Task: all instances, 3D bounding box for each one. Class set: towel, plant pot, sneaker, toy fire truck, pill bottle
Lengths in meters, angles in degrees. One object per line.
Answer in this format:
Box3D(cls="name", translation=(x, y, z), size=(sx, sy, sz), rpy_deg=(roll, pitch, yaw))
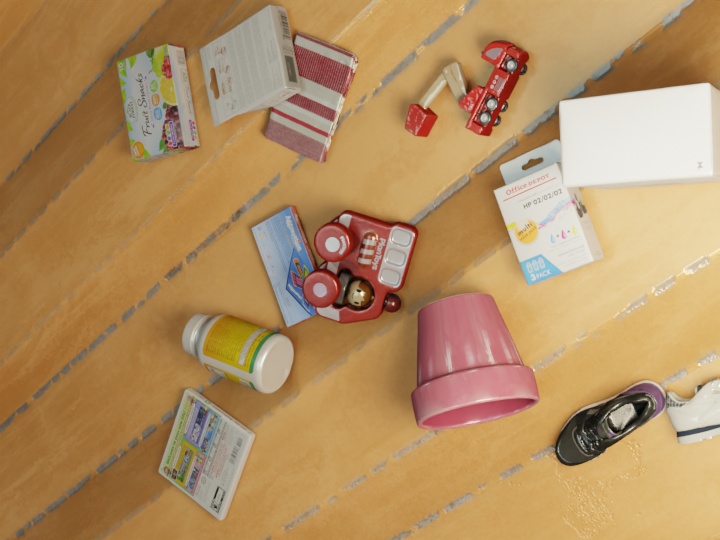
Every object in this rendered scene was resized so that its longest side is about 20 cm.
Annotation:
Box3D(cls="towel", translation=(-0.090, -0.310, 1.682), size=(0.143, 0.023, 0.202), rpy_deg=(28, 106, 28))
Box3D(cls="plant pot", translation=(0.169, 0.141, 1.483), size=(0.198, 0.199, 0.181), rpy_deg=(-21, 68, 30))
Box3D(cls="sneaker", translation=(0.534, 0.186, 1.331), size=(0.198, 0.076, 0.081), rpy_deg=(-23, 74, 29))
Box3D(cls="sneaker", translation=(0.366, 0.235, 1.422), size=(0.200, 0.087, 0.076), rpy_deg=(-43, 74, 27))
Box3D(cls="toy fire truck", translation=(0.000, 0.000, 1.616), size=(0.166, 0.112, 0.202), rpy_deg=(17, 105, 9))
Box3D(cls="toy fire truck", translation=(0.170, -0.289, 1.513), size=(0.140, 0.049, 0.202), rpy_deg=(34, 110, 24))
Box3D(cls="pill bottle", translation=(-0.234, 0.148, 1.755), size=(0.198, 0.112, 0.114), rpy_deg=(17, 103, 28))

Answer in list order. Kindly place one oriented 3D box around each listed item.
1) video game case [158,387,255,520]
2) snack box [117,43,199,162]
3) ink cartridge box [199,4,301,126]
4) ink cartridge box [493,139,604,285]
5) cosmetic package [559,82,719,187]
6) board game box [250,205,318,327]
Box3D(cls="video game case", translation=(-0.310, 0.366, 1.873), size=(0.181, 0.022, 0.202), rpy_deg=(29, 109, 25))
Box3D(cls="snack box", translation=(-0.399, -0.327, 1.844), size=(0.141, 0.053, 0.203), rpy_deg=(-10, 89, 32))
Box3D(cls="ink cartridge box", translation=(-0.204, -0.372, 1.725), size=(0.199, 0.057, 0.165), rpy_deg=(-21, 77, 42))
Box3D(cls="ink cartridge box", translation=(0.284, -0.092, 1.452), size=(0.114, 0.068, 0.202), rpy_deg=(-23, 82, 30))
Box3D(cls="cosmetic package", translation=(0.402, -0.180, 1.299), size=(0.197, 0.199, 0.125), rpy_deg=(-2, 94, 30))
Box3D(cls="board game box", translation=(-0.129, -0.007, 1.733), size=(0.102, 0.019, 0.202), rpy_deg=(-25, 82, 31))
